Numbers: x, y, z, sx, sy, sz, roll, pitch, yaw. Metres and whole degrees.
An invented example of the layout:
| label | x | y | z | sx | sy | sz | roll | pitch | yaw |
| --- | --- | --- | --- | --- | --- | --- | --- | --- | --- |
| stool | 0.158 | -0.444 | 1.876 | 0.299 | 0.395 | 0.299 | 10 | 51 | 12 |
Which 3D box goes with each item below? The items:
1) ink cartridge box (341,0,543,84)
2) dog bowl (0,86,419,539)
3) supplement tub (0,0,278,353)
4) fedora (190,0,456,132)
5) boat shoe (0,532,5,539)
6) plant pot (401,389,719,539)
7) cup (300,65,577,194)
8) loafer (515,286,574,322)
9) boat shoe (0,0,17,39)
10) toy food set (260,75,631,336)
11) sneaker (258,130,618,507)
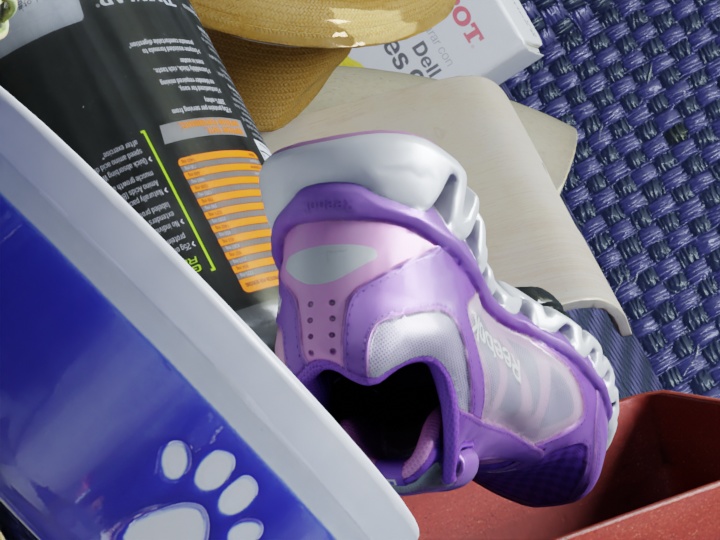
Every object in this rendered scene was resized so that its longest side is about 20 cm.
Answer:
| label | x | y | z | sx | sy | sz | roll | pitch | yaw |
| --- | --- | --- | --- | --- | --- | --- | --- | --- | --- |
| ink cartridge box | -0.025 | -0.124 | 1.468 | 0.146 | 0.199 | 0.087 | 59 | 9 | 3 |
| dog bowl | -0.078 | 0.035 | 0.818 | 0.200 | 0.079 | 0.200 | 44 | -6 | 6 |
| supplement tub | -0.079 | -0.001 | 1.000 | 0.201 | 0.122 | 0.123 | 62 | 9 | 19 |
| fedora | -0.054 | -0.118 | 1.226 | 0.201 | 0.199 | 0.082 | -106 | -154 | -61 |
| boat shoe | -0.121 | 0.074 | 0.684 | 0.074 | 0.066 | 0.200 | 58 | 8 | -5 |
| plant pot | 0.085 | 0.164 | 1.055 | 0.200 | 0.199 | 0.178 | -176 | -109 | -72 |
| cup | -0.007 | -0.019 | 1.344 | 0.143 | 0.201 | 0.200 | 31 | 12 | -5 |
| loafer | -0.007 | 0.053 | 1.106 | 0.071 | 0.199 | 0.068 | 110 | -33 | -52 |
| boat shoe | -0.142 | -0.103 | 0.919 | 0.072 | 0.060 | 0.203 | 16 | -69 | 62 |
| toy food set | 0.000 | 0.000 | 1.213 | 0.061 | 0.199 | 0.144 | 87 | -17 | -48 |
| sneaker | 0.023 | 0.040 | 0.918 | 0.200 | 0.080 | 0.089 | 48 | 39 | -50 |
